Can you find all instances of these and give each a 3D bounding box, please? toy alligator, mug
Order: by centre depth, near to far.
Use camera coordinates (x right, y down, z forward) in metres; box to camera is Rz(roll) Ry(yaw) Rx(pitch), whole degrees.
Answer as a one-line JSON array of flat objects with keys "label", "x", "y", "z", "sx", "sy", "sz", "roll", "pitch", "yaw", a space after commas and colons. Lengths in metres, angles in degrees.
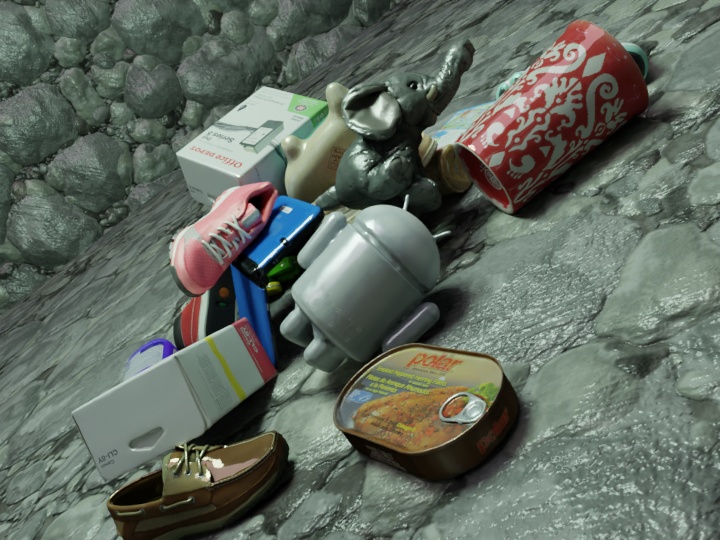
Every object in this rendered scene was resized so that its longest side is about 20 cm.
[{"label": "mug", "x": 0.223, "y": -0.161, "z": 0.963, "sx": 0.199, "sy": 0.178, "sz": 0.134, "roll": -41, "pitch": 56, "yaw": -4}, {"label": "toy alligator", "x": -0.125, "y": 0.004, "z": 1.220, "sx": 0.197, "sy": 0.060, "sz": 0.054, "roll": -22, "pitch": -19, "yaw": 25}]

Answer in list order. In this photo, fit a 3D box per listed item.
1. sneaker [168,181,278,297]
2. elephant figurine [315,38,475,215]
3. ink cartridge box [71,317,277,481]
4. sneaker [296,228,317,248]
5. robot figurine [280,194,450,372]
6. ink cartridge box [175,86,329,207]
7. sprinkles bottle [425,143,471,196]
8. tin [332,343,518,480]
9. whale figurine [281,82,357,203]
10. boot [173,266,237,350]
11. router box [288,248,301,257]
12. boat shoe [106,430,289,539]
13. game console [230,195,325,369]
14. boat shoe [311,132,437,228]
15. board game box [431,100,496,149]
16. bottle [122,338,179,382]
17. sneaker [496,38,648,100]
[{"label": "sneaker", "x": -0.167, "y": -0.051, "z": 1.012, "sx": 0.086, "sy": 0.074, "sz": 0.201, "roll": -21, "pitch": 29, "yaw": 38}, {"label": "elephant figurine", "x": 0.042, "y": -0.175, "z": 0.985, "sx": 0.141, "sy": 0.152, "sz": 0.204, "roll": 163, "pitch": 111, "yaw": -67}, {"label": "ink cartridge box", "x": -0.198, "y": 0.136, "z": 0.900, "sx": 0.144, "sy": 0.084, "sz": 0.200, "roll": -29, "pitch": 1, "yaw": 15}, {"label": "sneaker", "x": -0.065, "y": -0.083, "z": 1.254, "sx": 0.198, "sy": 0.076, "sz": 0.085, "roll": -21, "pitch": -19, "yaw": -36}, {"label": "robot figurine", "x": 0.006, "y": 0.014, "z": 0.856, "sx": 0.200, "sy": 0.169, "sz": 0.113, "roll": -48, "pitch": -19, "yaw": 1}, {"label": "ink cartridge box", "x": -0.150, "y": -0.177, "z": 1.208, "sx": 0.144, "sy": 0.085, "sz": 0.200, "roll": 21, "pitch": 52, "yaw": 34}, {"label": "sprinkles bottle", "x": 0.067, "y": -0.125, "z": 1.164, "sx": 0.198, "sy": 0.069, "sz": 0.068, "roll": -12, "pitch": 30, "yaw": 47}, {"label": "tin", "x": 0.052, "y": 0.116, "z": 0.694, "sx": 0.112, "sy": 0.042, "sz": 0.199, "roll": -48, "pitch": 23, "yaw": -21}, {"label": "whale figurine", "x": -0.033, "y": -0.168, "z": 1.129, "sx": 0.104, "sy": 0.156, "sz": 0.203, "roll": -95, "pitch": 18, "yaw": -57}, {"label": "boot", "x": -0.228, "y": 0.024, "z": 1.204, "sx": 0.143, "sy": 0.071, "sz": 0.204, "roll": -11, "pitch": 67, "yaw": 55}, {"label": "router box", "x": -0.121, "y": -0.101, "z": 1.294, "sx": 0.050, "sy": 0.151, "sz": 0.200, "roll": 16, "pitch": 49, "yaw": 33}, {"label": "boat shoe", "x": -0.162, "y": 0.208, "z": 0.783, "sx": 0.198, "sy": 0.074, "sz": 0.076, "roll": -31, "pitch": 20, "yaw": 13}, {"label": "game console", "x": -0.106, "y": 0.007, "z": 1.060, "sx": 0.171, "sy": 0.119, "sz": 0.200, "roll": -44, "pitch": 21, "yaw": -9}, {"label": "boat shoe", "x": 0.015, "y": -0.122, "z": 1.064, "sx": 0.200, "sy": 0.069, "sz": 0.074, "roll": -43, "pitch": 15, "yaw": -10}, {"label": "board game box", "x": 0.178, "y": -0.204, "z": 1.209, "sx": 0.134, "sy": 0.034, "sz": 0.199, "roll": -45, "pitch": 22, "yaw": -24}, {"label": "bottle", "x": -0.284, "y": 0.161, "z": 1.100, "sx": 0.083, "sy": 0.066, "sz": 0.200, "roll": -36, "pitch": 20, "yaw": 1}, {"label": "sneaker", "x": 0.286, "y": -0.265, "z": 1.107, "sx": 0.196, "sy": 0.079, "sz": 0.140, "roll": -9, "pitch": 24, "yaw": 19}]
